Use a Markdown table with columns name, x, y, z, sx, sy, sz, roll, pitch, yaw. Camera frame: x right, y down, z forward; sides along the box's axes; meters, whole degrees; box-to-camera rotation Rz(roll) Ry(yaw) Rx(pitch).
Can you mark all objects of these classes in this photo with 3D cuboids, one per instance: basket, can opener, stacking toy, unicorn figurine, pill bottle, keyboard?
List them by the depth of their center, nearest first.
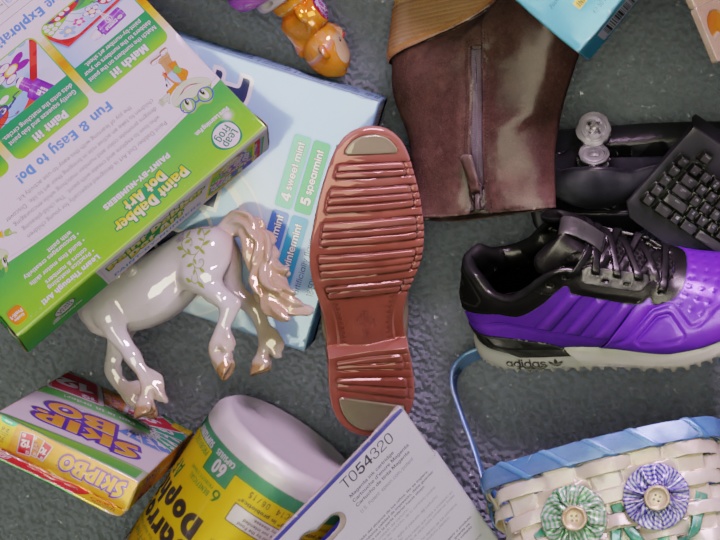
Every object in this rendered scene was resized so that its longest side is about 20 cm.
| name | x | y | z | sx | sy | sz | roll | pitch | yaw |
| --- | --- | --- | --- | --- | --- | --- | --- | --- | --- |
| keyboard | 0.275 | -0.031 | 1.213 | 0.200 | 0.021 | 0.127 | 32 | 110 | -17 |
| basket | 0.160 | 0.122 | 1.232 | 0.176 | 0.139 | 0.201 | -18 | 61 | 8 |
| stacking toy | -0.069 | -0.202 | 1.233 | 0.110 | 0.116 | 0.200 | -36 | 104 | 13 |
| unicorn figurine | -0.139 | 0.020 | 1.239 | 0.199 | 0.074 | 0.138 | -21 | 82 | -4 |
| can opener | 0.203 | -0.069 | 1.240 | 0.199 | 0.079 | 0.064 | -7 | 58 | 4 |
| pill bottle | -0.097 | 0.190 | 1.274 | 0.113 | 0.113 | 0.200 | 35 | 101 | 1 |

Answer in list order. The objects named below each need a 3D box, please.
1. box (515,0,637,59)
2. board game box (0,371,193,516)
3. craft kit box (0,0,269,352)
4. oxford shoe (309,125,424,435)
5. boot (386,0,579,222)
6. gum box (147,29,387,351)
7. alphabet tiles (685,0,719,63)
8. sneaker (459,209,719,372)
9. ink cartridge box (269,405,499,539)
| name | x | y | z | sx | sy | sz | roll | pitch | yaw |
| --- | --- | --- | --- | --- | --- | --- | --- | --- | --- |
| box | 0.083 | -0.220 | 1.162 | 0.200 | 0.049 | 0.082 | 42 | 100 | 10 |
| board game box | -0.168 | 0.106 | 1.226 | 0.095 | 0.200 | 0.030 | 25 | 99 | 3 |
| craft kit box | -0.193 | -0.088 | 1.205 | 0.200 | 0.049 | 0.198 | -40 | 76 | -11 |
| oxford shoe | 0.000 | 0.000 | 1.240 | 0.070 | 0.074 | 0.201 | 1 | 111 | -6 |
| boot | 0.114 | -0.120 | 1.217 | 0.199 | 0.072 | 0.167 | -9 | 82 | 22 |
| gum box | -0.103 | -0.060 | 1.275 | 0.199 | 0.045 | 0.171 | 18 | 100 | 5 |
| alphabet tiles | 0.224 | -0.204 | 1.170 | 0.006 | 0.166 | 0.201 | -20 | 96 | 42 |
| sneaker | 0.151 | 0.006 | 1.199 | 0.199 | 0.070 | 0.100 | -8 | 131 | 21 |
| ink cartridge box | -0.004 | 0.208 | 1.211 | 0.196 | 0.043 | 0.200 | -44 | 123 | -15 |
